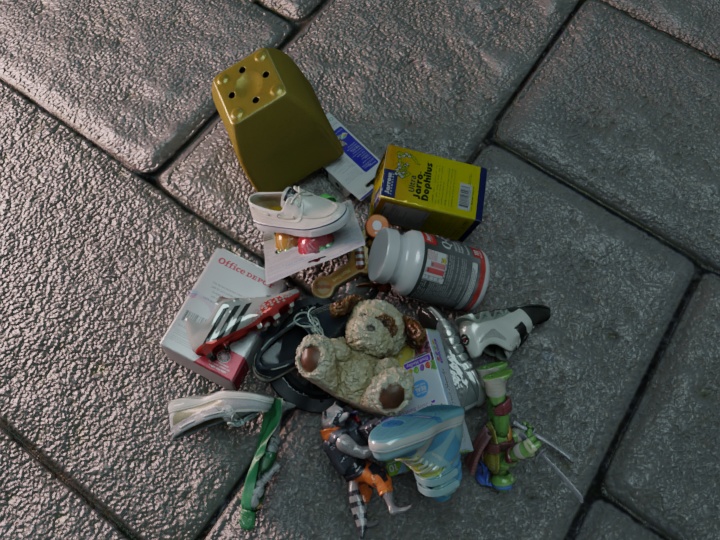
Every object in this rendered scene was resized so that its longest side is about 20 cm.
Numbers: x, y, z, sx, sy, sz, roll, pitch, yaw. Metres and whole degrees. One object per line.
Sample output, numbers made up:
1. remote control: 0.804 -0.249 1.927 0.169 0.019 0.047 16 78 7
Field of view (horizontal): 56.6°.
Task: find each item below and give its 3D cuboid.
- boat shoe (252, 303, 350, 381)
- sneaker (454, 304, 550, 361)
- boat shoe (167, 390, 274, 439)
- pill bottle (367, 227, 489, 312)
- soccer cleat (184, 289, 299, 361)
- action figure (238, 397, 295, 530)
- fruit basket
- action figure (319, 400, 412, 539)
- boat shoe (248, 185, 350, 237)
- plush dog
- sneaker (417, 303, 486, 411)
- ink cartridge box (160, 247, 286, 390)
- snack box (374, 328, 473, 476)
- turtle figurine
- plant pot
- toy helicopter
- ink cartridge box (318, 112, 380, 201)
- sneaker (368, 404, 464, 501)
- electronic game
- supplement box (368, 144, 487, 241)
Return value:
1. boat shoe: -0.094 0.111 1.116 0.197 0.062 0.076 -27 77 -23
2. sneaker: 0.259 0.112 1.179 0.195 0.074 0.091 -8 75 -24
3. boat shoe: -0.228 0.233 1.088 0.197 0.074 0.067 -11 75 19
4. pill bottle: 0.119 -0.004 1.180 0.195 0.116 0.119 15 63 -18
5. soccer cleat: -0.193 0.069 1.098 0.197 0.069 0.086 -30 79 -14
6. action figure: -0.154 0.310 1.072 0.053 0.118 0.205 19 73 -6
7. fruit basket: -0.086 -0.052 1.192 0.181 0.095 0.202 -22 35 2
8. action figure: 0.000 0.291 1.022 0.103 0.200 0.196 -24 76 -27
9. boat shoe: -0.110 -0.107 1.139 0.196 0.071 0.071 6 46 33
10. plush dog: 0.014 0.131 1.077 0.196 0.161 0.175 20 73 15
11. sneaker: 0.126 0.163 1.158 0.114 0.075 0.202 -27 70 -12
12. ink cartridge box: -0.233 0.086 1.169 0.145 0.086 0.203 25 65 7
13. snack box: 0.089 0.216 1.099 0.140 0.053 0.205 -27 66 29
14. turtle figurine: 0.262 0.249 1.073 0.143 0.197 0.199 -19 96 -53
15. plant pot: -0.173 -0.294 1.259 0.191 0.200 0.199 -28 68 5
16. toy helicopter: 0.000 0.000 1.240 0.198 0.079 0.134 -33 79 -5
17. ink cartridge box: -0.033 -0.222 1.348 0.099 0.039 0.200 -38 71 -18
18. sneaker: 0.087 0.272 0.944 0.197 0.078 0.134 -4 92 -48
19. electronic game: -0.074 0.145 1.165 0.194 0.042 0.205 5 68 -12
20. supplement box: 0.125 -0.143 1.257 0.195 0.109 0.112 12 71 -8
